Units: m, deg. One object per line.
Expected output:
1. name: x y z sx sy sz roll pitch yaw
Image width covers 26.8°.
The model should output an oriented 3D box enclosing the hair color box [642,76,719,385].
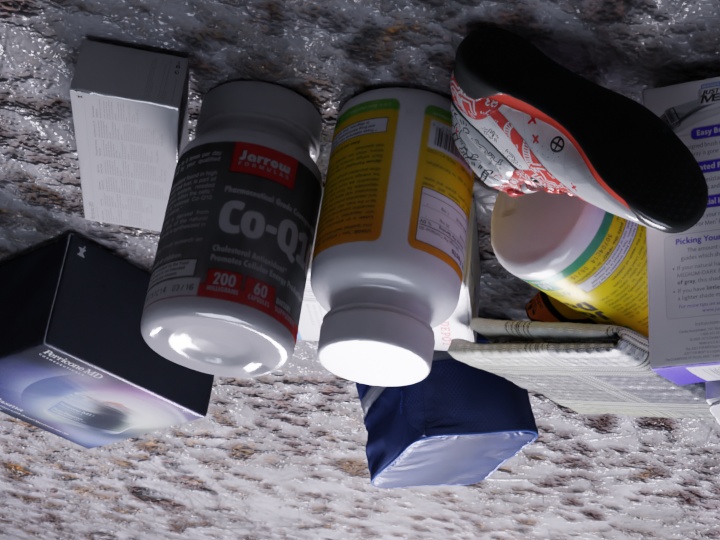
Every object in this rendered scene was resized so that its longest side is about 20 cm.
1. hair color box: 0.252 -0.029 1.019 0.109 0.201 0.065 -7 164 29

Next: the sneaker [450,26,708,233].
1. sneaker: 0.145 -0.078 1.042 0.201 0.067 0.108 37 158 15

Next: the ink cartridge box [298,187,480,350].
1. ink cartridge box: 0.000 0.000 1.290 0.199 0.086 0.147 3 154 8

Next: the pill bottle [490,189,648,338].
1. pill bottle: 0.205 -0.011 1.174 0.199 0.113 0.112 28 148 -34

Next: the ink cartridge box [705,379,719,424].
1. ink cartridge box: 0.306 0.026 1.108 0.084 0.201 0.145 -10 151 26

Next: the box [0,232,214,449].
1. box: -0.276 0.077 1.489 0.198 0.124 0.200 -20 143 41

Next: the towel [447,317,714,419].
1. towel: 0.199 0.082 1.251 0.192 0.035 0.199 25 161 -37

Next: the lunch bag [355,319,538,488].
1. lunch bag: 0.077 0.126 1.472 0.135 0.133 0.200 1 156 -20

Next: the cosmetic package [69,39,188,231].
1. cosmetic package: -0.178 -0.100 1.185 0.082 0.051 0.200 8 153 -3

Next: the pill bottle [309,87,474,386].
1. pill bottle: 0.023 -0.023 1.108 0.110 0.201 0.111 7 154 4

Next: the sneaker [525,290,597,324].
1. sneaker: 0.222 0.059 1.334 0.090 0.070 0.200 -29 132 24

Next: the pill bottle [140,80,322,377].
1. pill bottle: -0.089 -0.033 1.123 0.113 0.201 0.114 7 153 4
